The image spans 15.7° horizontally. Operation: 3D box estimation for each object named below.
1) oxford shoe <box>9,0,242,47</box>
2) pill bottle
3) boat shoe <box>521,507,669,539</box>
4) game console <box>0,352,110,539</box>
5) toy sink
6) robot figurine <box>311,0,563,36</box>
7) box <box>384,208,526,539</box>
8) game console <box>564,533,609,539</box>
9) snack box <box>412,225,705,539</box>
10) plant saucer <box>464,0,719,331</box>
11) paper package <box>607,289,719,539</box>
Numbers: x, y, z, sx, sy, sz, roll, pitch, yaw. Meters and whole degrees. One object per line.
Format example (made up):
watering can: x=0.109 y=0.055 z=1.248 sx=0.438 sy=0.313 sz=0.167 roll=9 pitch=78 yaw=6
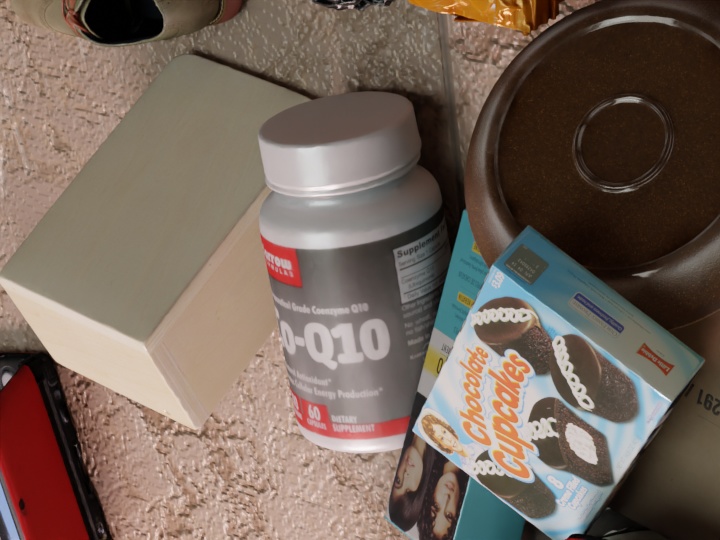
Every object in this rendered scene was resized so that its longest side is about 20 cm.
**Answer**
oxford shoe: x=-0.171 y=-0.180 z=1.692 sx=0.200 sy=0.075 sz=0.070 roll=1 pitch=113 yaw=44
pill bottle: x=0.000 y=0.000 z=1.603 sx=0.114 sy=0.114 sz=0.200 roll=9 pitch=118 yaw=40
boat shoe: x=0.126 y=0.156 z=1.587 sx=0.201 sy=0.072 sz=0.061 roll=-23 pitch=58 yaw=57
game console: x=-0.262 y=0.173 z=1.946 sx=0.172 sy=0.119 sz=0.200 roll=-1 pitch=111 yaw=43
toy sink: x=-0.110 y=-0.019 z=1.682 sx=0.130 sy=0.200 sz=0.112 roll=22 pitch=156 yaw=32
robot figurine: x=0.025 y=-0.206 z=1.469 sx=0.200 sy=0.058 sz=0.145 roll=23 pitch=127 yaw=32
box: x=0.075 y=0.070 z=1.549 sx=0.082 sy=0.049 sz=0.200 roll=31 pitch=110 yaw=58
game console: x=0.201 y=0.193 z=1.467 sx=0.177 sy=0.031 sz=0.200 roll=13 pitch=168 yaw=10
snack box: x=0.102 y=0.068 z=1.409 sx=0.116 sy=0.037 sz=0.200 roll=38 pitch=150 yaw=10
plant saucer: x=0.144 y=-0.064 z=1.396 sx=0.200 sy=0.032 sz=0.200 roll=-9 pitch=67 yaw=22
paper package: x=0.207 y=0.059 z=1.450 sx=0.200 sy=0.103 sz=0.191 roll=27 pitch=129 yaw=29
